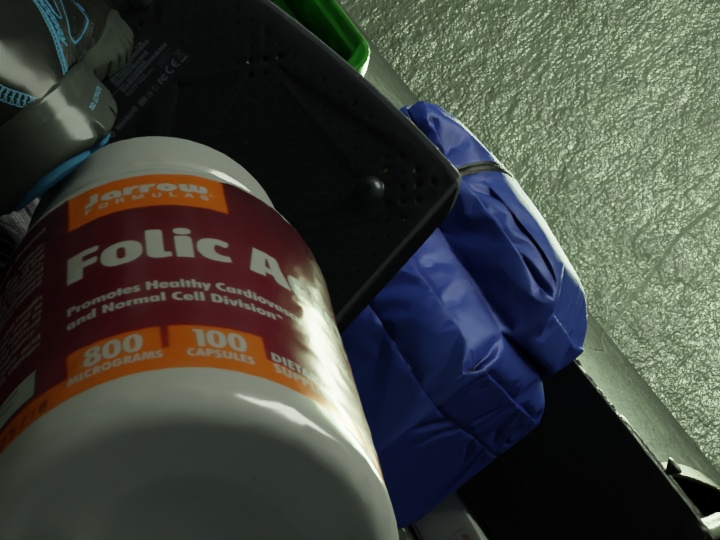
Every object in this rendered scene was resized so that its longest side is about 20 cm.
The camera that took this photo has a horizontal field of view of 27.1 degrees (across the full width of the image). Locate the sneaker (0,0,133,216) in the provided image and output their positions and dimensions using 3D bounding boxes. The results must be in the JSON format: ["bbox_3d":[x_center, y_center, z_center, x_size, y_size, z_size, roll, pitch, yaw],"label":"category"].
[{"bbox_3d":[-0.135,-0.092,0.567,0.082,0.073,0.200,54,1,-22],"label":"sneaker"}]

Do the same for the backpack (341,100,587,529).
[{"bbox_3d":[0.000,0.000,0.720,0.200,0.168,0.163,52,-2,23],"label":"backpack"}]

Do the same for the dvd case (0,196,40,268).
[{"bbox_3d":[-0.172,-0.065,0.542,0.149,0.016,0.200,55,1,13],"label":"dvd case"}]

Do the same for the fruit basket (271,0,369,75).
[{"bbox_3d":[-0.102,-0.180,1.040,0.216,0.155,0.216,58,-5,8],"label":"fruit basket"}]

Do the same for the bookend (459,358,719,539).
[{"bbox_3d":[0.118,0.101,0.869,0.199,0.092,0.200,53,10,18],"label":"bookend"}]

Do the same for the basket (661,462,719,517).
[{"bbox_3d":[0.221,0.206,1.040,0.180,0.136,0.200,45,6,4],"label":"basket"}]

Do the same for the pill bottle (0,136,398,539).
[{"bbox_3d":[-0.059,0.038,0.460,0.114,0.114,0.200,45,11,-25],"label":"pill bottle"}]

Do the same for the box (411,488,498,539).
[{"bbox_3d":[0.055,0.122,0.890,0.144,0.036,0.200,41,15,-43],"label":"box"}]

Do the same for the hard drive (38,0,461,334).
[{"bbox_3d":[-0.063,-0.047,0.640,0.200,0.135,0.042,41,-3,25],"label":"hard drive"}]
